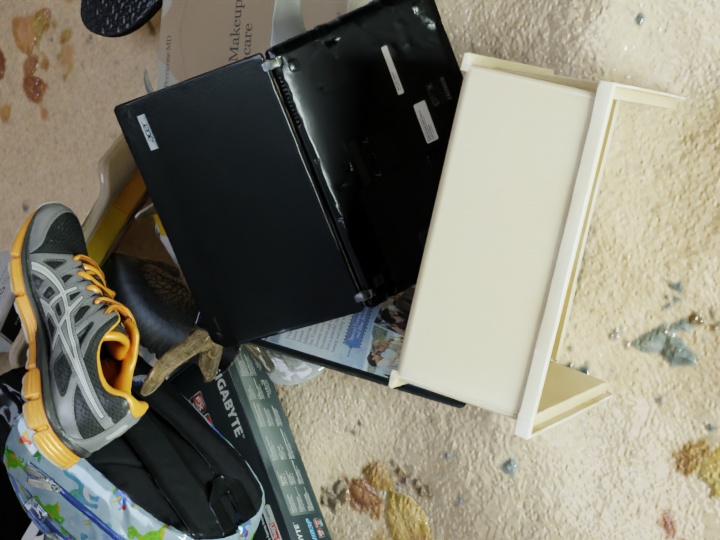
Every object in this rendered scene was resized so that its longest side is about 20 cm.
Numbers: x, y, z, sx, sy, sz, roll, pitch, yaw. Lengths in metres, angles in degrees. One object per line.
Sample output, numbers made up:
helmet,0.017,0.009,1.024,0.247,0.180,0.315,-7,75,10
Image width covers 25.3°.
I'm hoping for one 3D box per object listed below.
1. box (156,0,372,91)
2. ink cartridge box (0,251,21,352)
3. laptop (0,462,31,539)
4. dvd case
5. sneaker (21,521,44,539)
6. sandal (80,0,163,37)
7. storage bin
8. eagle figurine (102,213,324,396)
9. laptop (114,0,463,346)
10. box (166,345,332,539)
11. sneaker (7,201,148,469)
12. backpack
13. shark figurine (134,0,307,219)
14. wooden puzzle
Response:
box,-0.058,-0.169,1.208,0.199,0.077,0.096,6,93,41
ink cartridge box,-0.364,0.038,1.459,0.199,0.037,0.095,-11,48,37
laptop,-0.375,0.178,1.409,0.199,0.177,0.104,25,104,38
dvd case,0.000,0.000,1.097,0.018,0.199,0.144,-107,34,-78
sneaker,-0.228,0.246,1.313,0.112,0.073,0.201,55,141,39
sandal,-0.153,-0.265,1.326,0.200,0.045,0.075,-45,65,14
storage bin,0.114,-0.020,0.978,0.093,0.198,0.201,16,99,23
eagle figurine,-0.112,0.003,1.203,0.200,0.151,0.152,-137,38,-71
laptop,-0.026,-0.068,1.060,0.103,0.199,0.178,3,118,62
box,-0.112,0.179,1.263,0.159,0.046,0.201,-37,65,34
sneaker,-0.194,0.038,1.127,0.077,0.078,0.201,-21,63,16
backpack,-0.164,0.157,1.186,0.199,0.163,0.155,25,110,24
shark figurine,-0.111,-0.117,1.116,0.090,0.128,0.214,53,144,6
wooden puzzle,-0.206,-0.030,1.286,0.037,0.185,0.201,28,117,-3
